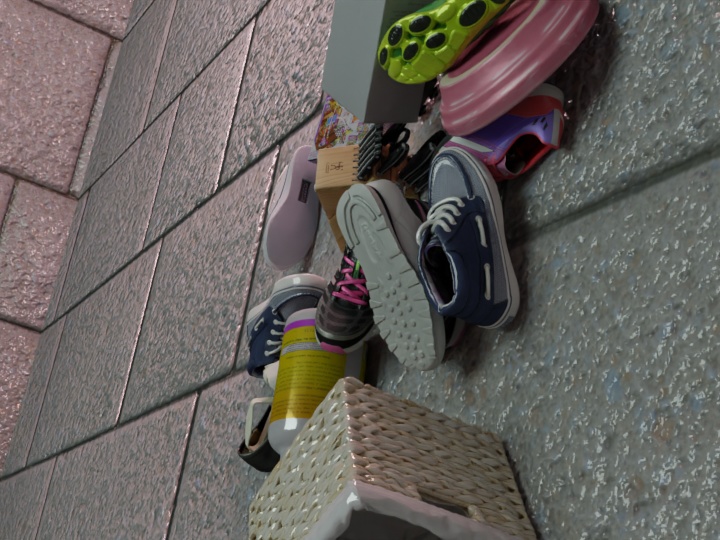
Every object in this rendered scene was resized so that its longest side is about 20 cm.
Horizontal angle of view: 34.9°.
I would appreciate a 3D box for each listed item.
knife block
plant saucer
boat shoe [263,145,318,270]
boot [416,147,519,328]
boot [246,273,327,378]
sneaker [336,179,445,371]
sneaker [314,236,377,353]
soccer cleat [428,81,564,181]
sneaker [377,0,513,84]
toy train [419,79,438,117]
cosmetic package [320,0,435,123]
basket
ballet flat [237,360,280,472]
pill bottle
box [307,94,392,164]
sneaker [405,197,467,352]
[{"bbox_3d":[0.038,-0.104,1.407,0.201,0.173,0.065,69,-159,-53],"label":"knife block"},{"bbox_3d":[0.152,-0.223,1.170,0.200,0.051,0.201,-40,15,13],"label":"plant saucer"},{"bbox_3d":[-0.099,-0.083,1.653,0.065,0.073,0.202,-35,31,57],"label":"boat shoe"},{"bbox_3d":[0.092,-0.043,1.120,0.073,0.090,0.202,-36,57,33],"label":"boot"},{"bbox_3d":[-0.099,0.078,1.533,0.200,0.072,0.091,137,138,-58],"label":"boot"},{"bbox_3d":[0.049,0.001,1.157,0.076,0.080,0.202,-23,82,38],"label":"sneaker"},{"bbox_3d":[0.000,0.000,1.293,0.088,0.073,0.201,86,-153,-52],"label":"sneaker"},{"bbox_3d":[0.137,-0.120,1.198,0.200,0.068,0.074,-34,46,48],"label":"soccer cleat"},{"bbox_3d":[0.105,-0.265,1.202,0.199,0.074,0.083,-36,-2,26],"label":"sneaker"},{"bbox_3d":[0.110,-0.277,1.409,0.201,0.034,0.046,-56,17,25],"label":"toy train"},{"bbox_3d":[0.026,-0.277,1.289,0.113,0.080,0.202,47,135,47],"label":"cosmetic package"},{"bbox_3d":[0.021,0.236,1.011,0.201,0.197,0.162,-56,24,26],"label":"basket"},{"bbox_3d":[-0.099,0.164,1.454,0.202,0.068,0.068,-66,25,7],"label":"ballet flat"},{"bbox_3d":[-0.050,0.153,1.320,0.104,0.103,0.202,-32,43,52],"label":"pill bottle"},{"bbox_3d":[0.000,-0.216,1.575,0.199,0.039,0.138,2,74,64],"label":"box"},{"bbox_3d":[0.059,0.005,1.232,0.080,0.086,0.202,-48,33,40],"label":"sneaker"}]
